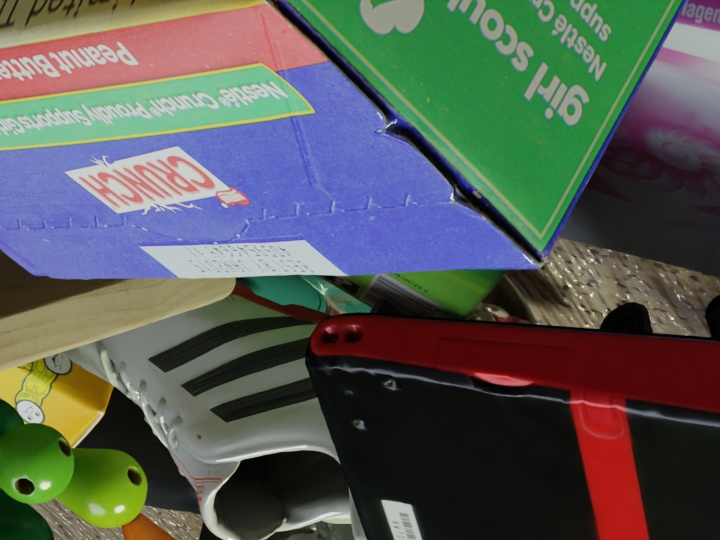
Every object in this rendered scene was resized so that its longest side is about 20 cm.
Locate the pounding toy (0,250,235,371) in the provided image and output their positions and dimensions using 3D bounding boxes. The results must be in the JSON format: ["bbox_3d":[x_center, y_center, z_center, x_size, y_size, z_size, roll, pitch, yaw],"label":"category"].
[{"bbox_3d":[-0.123,-0.054,0.781,0.142,0.200,0.185,12,110,39],"label":"pounding toy"}]

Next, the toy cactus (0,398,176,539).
[{"bbox_3d":[-0.145,0.065,0.996,0.200,0.102,0.165,57,161,-24],"label":"toy cactus"}]

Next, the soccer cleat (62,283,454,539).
[{"bbox_3d":[-0.044,0.044,0.935,0.200,0.085,0.069,13,153,38],"label":"soccer cleat"}]

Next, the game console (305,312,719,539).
[{"bbox_3d":[0.086,0.078,0.813,0.176,0.031,0.200,8,146,18],"label":"game console"}]

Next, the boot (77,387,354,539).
[{"bbox_3d":[-0.089,0.089,1.184,0.200,0.165,0.066,14,146,34],"label":"boot"}]

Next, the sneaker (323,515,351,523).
[{"bbox_3d":[-0.038,0.025,1.063,0.200,0.088,0.081,37,159,-22],"label":"sneaker"}]

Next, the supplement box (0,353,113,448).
[{"bbox_3d":[-0.194,-0.002,1.120,0.200,0.109,0.110,33,129,-15],"label":"supplement box"}]

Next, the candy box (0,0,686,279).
[{"bbox_3d":[0.004,-0.098,0.534,0.077,0.200,0.169,40,157,-29],"label":"candy box"}]

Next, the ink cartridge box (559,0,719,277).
[{"bbox_3d":[0.046,-0.069,0.791,0.196,0.043,0.200,15,158,34],"label":"ink cartridge box"}]

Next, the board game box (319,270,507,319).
[{"bbox_3d":[0.007,-0.032,0.834,0.095,0.030,0.200,30,165,-1],"label":"board game box"}]

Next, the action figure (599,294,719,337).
[{"bbox_3d":[0.136,0.077,0.903,0.119,0.102,0.200,-6,157,32],"label":"action figure"}]

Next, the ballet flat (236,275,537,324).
[{"bbox_3d":[0.000,0.000,0.987,0.200,0.064,0.076,38,157,-19],"label":"ballet flat"}]
